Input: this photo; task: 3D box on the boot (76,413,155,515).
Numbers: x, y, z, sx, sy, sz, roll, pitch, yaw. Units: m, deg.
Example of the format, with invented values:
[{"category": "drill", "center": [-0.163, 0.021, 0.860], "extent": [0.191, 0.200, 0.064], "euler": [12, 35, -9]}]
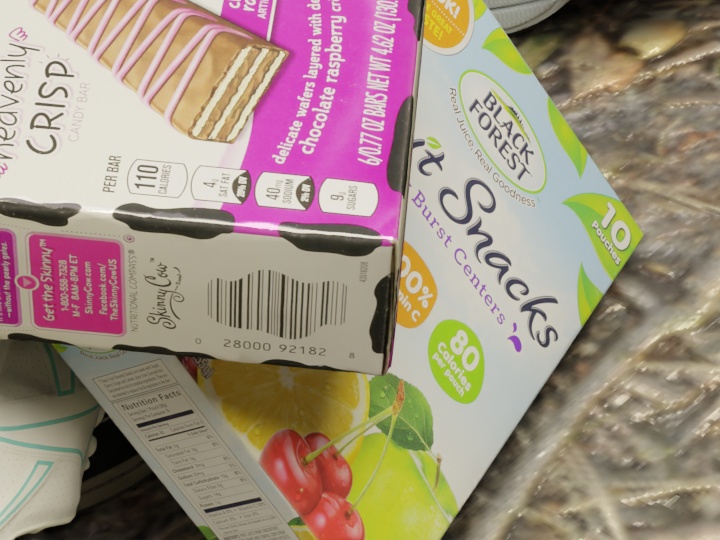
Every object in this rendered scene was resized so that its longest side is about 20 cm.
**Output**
[{"category": "boot", "center": [-0.151, 0.019, 0.907], "extent": [0.203, 0.154, 0.074], "euler": [-22, 33, 0]}]

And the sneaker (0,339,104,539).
[{"category": "sneaker", "center": [-0.113, 0.036, 0.835], "extent": [0.070, 0.080, 0.200], "euler": [-6, 27, 30]}]

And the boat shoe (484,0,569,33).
[{"category": "boat shoe", "center": [0.020, -0.148, 1.127], "extent": [0.200, 0.072, 0.062], "euler": [8, 45, 41]}]

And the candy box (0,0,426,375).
[{"category": "candy box", "center": [-0.083, -0.046, 0.760], "extent": [0.199, 0.061, 0.137], "euler": [5, 47, 1]}]

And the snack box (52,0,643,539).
[{"category": "snack box", "center": [0.000, 0.000, 0.856], "extent": [0.053, 0.142, 0.200], "euler": [-15, 28, 44]}]
